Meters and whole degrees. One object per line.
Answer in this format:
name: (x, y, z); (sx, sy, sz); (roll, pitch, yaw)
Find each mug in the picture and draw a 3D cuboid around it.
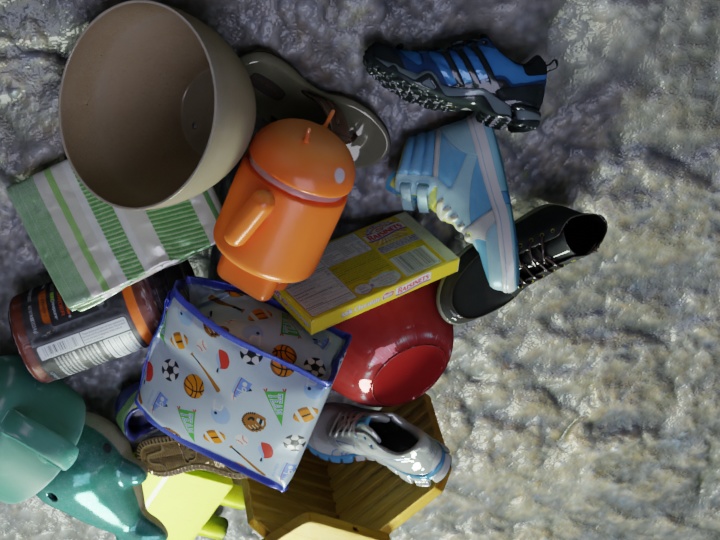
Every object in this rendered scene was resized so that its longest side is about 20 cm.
mug: (-0.394, 0.167, 1.695); (0.185, 0.152, 0.114); (-26, 129, 32)

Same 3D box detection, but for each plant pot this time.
plant pot: (-0.180, -0.158, 1.488); (0.200, 0.200, 0.134); (-48, 157, 24)

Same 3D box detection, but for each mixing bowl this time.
mixing bowl: (0.031, 0.084, 1.725); (0.200, 0.108, 0.200); (-19, 139, -17)

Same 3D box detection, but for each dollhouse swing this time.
dollhouse swing: (-0.022, 0.225, 1.800); (0.181, 0.200, 0.176); (21, 122, -26)

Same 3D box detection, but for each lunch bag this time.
lunch bag: (-0.133, 0.112, 1.621); (0.200, 0.124, 0.170); (22, 120, 1)

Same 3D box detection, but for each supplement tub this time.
supplement tub: (-0.279, 0.044, 1.662); (0.200, 0.107, 0.107); (-20, 130, 3)

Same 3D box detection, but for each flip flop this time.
flip flop: (-0.054, -0.161, 1.578); (0.200, 0.058, 0.081); (33, 115, -32)

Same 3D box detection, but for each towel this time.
towel: (-0.250, -0.061, 1.589); (0.200, 0.023, 0.153); (-25, 98, 3)

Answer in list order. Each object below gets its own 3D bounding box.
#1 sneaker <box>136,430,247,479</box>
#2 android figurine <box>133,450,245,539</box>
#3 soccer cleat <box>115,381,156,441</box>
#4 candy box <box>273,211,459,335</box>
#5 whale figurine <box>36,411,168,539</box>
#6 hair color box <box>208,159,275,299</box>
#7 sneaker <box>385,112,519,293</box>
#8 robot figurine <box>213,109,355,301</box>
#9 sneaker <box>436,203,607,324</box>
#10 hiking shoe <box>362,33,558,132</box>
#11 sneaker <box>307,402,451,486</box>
sneaker: (-0.160, 0.193, 1.776); (0.200, 0.108, 0.070); (-7, 107, 34)
android figurine: (-0.246, 0.284, 1.901); (0.200, 0.041, 0.182); (19, 122, -26)
soccer cleat: (-0.196, 0.141, 1.770); (0.200, 0.084, 0.065); (-25, 129, 7)
candy box: (0.000, 0.000, 1.641); (0.200, 0.102, 0.026); (-22, 134, -29)
whale figurine: (-0.316, 0.265, 1.786); (0.159, 0.104, 0.200); (-19, 111, 37)
hair color box: (-0.112, -0.025, 1.672); (0.099, 0.061, 0.200); (1, 127, -15)
sneaker: (0.099, -0.063, 1.631); (0.130, 0.200, 0.080); (-12, 168, 7)
robot figurine: (-0.077, -0.068, 1.522); (0.144, 0.117, 0.200); (7, 120, -35)
sneaker: (0.177, -0.011, 1.675); (0.200, 0.106, 0.075); (-39, 104, -16)
hiking shoe: (0.101, -0.210, 1.577); (0.200, 0.074, 0.087); (18, 84, -10)
sneaker: (0.006, 0.184, 1.738); (0.200, 0.075, 0.087); (10, 153, 28)
